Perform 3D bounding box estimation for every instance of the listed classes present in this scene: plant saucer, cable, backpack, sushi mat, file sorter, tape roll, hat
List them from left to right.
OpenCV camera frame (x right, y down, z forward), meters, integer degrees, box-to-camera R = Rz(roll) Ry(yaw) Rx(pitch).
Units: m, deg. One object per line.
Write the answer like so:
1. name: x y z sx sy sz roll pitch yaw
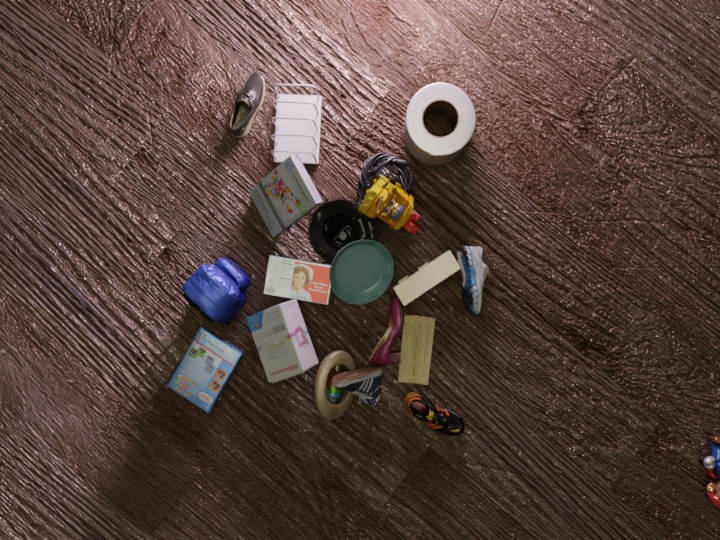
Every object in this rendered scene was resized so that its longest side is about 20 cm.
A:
1. backpack: -0.411 0.050 1.672 0.161 0.200 0.169 37 90 2
2. file sorter: -0.190 -0.426 1.716 0.135 0.125 0.206 3 89 2
3. hat: -0.061 -0.116 1.728 0.195 0.081 0.206 -2 103 -10
4. plant saucer: 0.000 0.000 1.714 0.195 0.036 0.205 -7 115 -15
5. cable: 0.067 -0.246 1.742 0.160 0.051 0.204 19 91 0
6. sushi mat: 0.167 0.236 1.749 0.093 0.012 0.206 6 88 3
7. tape roll: 0.225 -0.420 1.700 0.197 0.139 0.208 0 88 1

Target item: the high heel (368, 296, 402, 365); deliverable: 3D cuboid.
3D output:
1. high heel: 0.073 0.179 1.724 0.093 0.067 0.206 1 90 -5

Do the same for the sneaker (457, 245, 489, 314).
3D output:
1. sneaker: 0.344 0.025 1.725 0.085 0.075 0.205 -10 98 -24

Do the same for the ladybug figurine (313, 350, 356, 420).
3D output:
1. ladybug figurine: -0.080 0.331 1.710 0.133 0.071 0.205 13 87 -32

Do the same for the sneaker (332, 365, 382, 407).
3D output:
1. sneaker: -0.004 0.342 1.676 0.069 0.198 0.112 5 97 40

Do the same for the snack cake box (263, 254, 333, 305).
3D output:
1. snack cake box: -0.179 0.028 1.734 0.195 0.067 0.118 10 87 1

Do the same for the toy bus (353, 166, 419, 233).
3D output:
1. toy bus: 0.090 -0.175 1.629 0.191 0.200 0.136 40 103 -3

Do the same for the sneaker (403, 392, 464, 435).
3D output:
1. sneaker: 0.215 0.427 1.705 0.197 0.090 0.071 29 89 2

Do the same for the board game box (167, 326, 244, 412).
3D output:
1. board game box: -0.461 0.294 1.749 0.149 0.037 0.203 31 89 2

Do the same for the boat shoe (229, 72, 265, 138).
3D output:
1. boat shoe: -0.337 -0.496 1.749 0.072 0.065 0.205 16 88 3

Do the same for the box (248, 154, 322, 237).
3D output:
1. box: -0.219 -0.214 1.704 0.198 0.041 0.158 -31 88 33

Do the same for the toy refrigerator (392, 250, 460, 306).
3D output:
1. toy refrigerator: 0.190 0.020 1.723 0.198 0.076 0.071 -34 88 1

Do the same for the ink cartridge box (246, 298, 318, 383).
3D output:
1. ink cartridge box: -0.225 0.205 1.696 0.142 0.084 0.204 -21 87 32

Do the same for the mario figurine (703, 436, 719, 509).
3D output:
1. mario figurine: 1.051 0.585 1.675 0.121 0.105 0.205 -1 80 35
